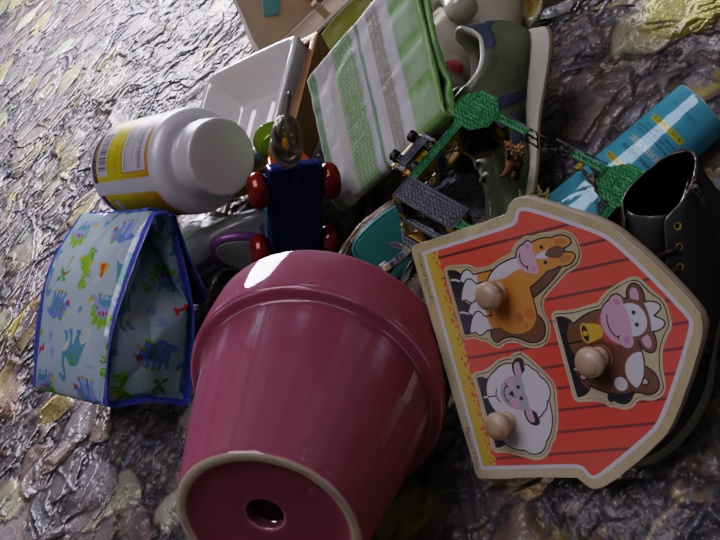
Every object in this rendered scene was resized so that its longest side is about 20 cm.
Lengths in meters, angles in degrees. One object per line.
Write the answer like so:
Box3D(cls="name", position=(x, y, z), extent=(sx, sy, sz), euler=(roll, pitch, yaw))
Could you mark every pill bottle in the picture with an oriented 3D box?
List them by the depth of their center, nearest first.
Box3D(cls="pill bottle", position=(-0.198, -0.112, 1.045), extent=(0.199, 0.109, 0.110), euler=(1, 58, 51))

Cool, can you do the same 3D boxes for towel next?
Box3D(cls="towel", position=(0.017, -0.157, 0.887), extent=(0.200, 0.031, 0.150), euler=(-34, 63, 55))

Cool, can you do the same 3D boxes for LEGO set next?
Box3D(cls="LEGO set", position=(0.120, -0.031, 0.761), extent=(0.199, 0.116, 0.154), euler=(25, 69, 25))

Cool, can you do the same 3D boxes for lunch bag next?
Box3D(cls="lunch bag", position=(-0.257, 0.036, 1.049), extent=(0.169, 0.127, 0.202), euler=(1, 89, 45))

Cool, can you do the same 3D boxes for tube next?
Box3D(cls="tube", position=(0.196, -0.060, 0.787), extent=(0.200, 0.050, 0.078), euler=(-44, 60, 9))

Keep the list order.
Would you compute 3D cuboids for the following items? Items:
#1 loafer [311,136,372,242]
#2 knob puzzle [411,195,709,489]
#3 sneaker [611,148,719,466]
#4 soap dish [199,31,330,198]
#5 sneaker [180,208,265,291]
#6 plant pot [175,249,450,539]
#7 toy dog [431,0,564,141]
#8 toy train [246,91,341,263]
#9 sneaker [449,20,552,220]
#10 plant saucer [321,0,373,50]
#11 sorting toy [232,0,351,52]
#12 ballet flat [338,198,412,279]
Box3D(cls="loafer", position=(-0.002, -0.125, 1.005), extent=(0.075, 0.069, 0.202), euler=(9, 89, 41))
Box3D(cls="knob puzzle", position=(0.127, 0.049, 0.645), extent=(0.219, 0.030, 0.221), euler=(12, 108, 39))
Box3D(cls="sneaker", position=(0.194, 0.023, 0.665), extent=(0.075, 0.106, 0.201), euler=(6, 63, 47))
Box3D(cls="soap dish", position=(-0.111, -0.167, 1.122), extent=(0.199, 0.081, 0.158), euler=(-11, 61, 50))
Box3D(cls="sneaker", position=(-0.150, -0.041, 1.088), extent=(0.199, 0.075, 0.100), euler=(-22, 46, 30))
Box3D(cls="plant pot", position=(-0.042, 0.116, 0.706), extent=(0.199, 0.200, 0.179), euler=(-25, 25, 27))
Box3D(cls="toy dog", position=(0.087, -0.226, 0.971), extent=(0.193, 0.139, 0.201), euler=(-6, 53, 58))
Box3D(cls="toy train", position=(-0.072, -0.104, 0.924), extent=(0.084, 0.201, 0.116), euler=(-9, 40, -14))
Box3D(cls="sneaker", position=(0.108, -0.124, 0.855), extent=(0.067, 0.089, 0.202), euler=(128, 152, -76))
Box3D(cls="plant saucer", position=(-0.001, -0.230, 1.123), extent=(0.199, 0.031, 0.201), euler=(-31, 45, 36))
Box3D(cls="sorting toy", position=(-0.091, -0.380, 1.233), extent=(0.200, 0.180, 0.107), euler=(-40, 32, 14))
Box3D(cls="ballet flat", position=(0.000, 0.000, 0.927), extent=(0.200, 0.068, 0.072), euler=(-53, 17, 0))
